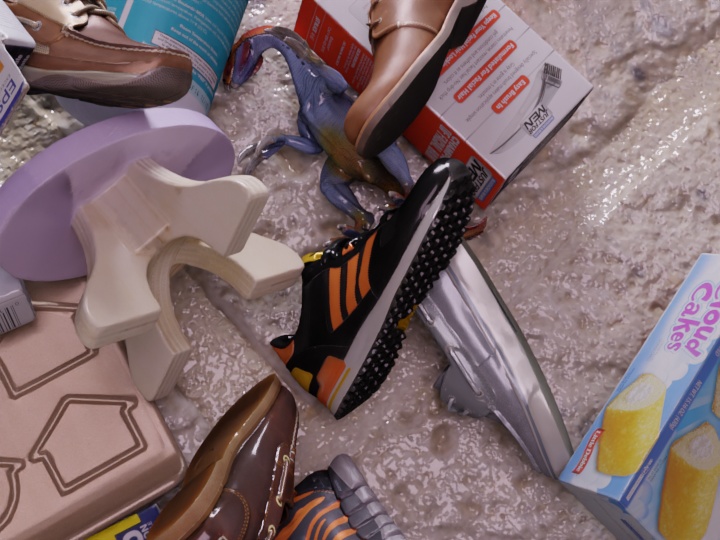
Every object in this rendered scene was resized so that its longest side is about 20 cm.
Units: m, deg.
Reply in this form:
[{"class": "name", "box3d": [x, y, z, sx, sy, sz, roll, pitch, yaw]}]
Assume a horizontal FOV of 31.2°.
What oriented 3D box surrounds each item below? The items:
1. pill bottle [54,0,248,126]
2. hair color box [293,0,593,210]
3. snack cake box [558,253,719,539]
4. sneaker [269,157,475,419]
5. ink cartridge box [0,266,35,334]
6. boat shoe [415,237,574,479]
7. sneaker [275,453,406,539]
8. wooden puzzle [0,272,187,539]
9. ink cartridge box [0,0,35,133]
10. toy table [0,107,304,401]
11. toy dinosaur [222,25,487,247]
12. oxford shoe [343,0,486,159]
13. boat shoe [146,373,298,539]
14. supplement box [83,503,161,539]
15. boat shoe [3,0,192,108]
[{"class": "pill bottle", "box3d": [-0.137, -0.195, 0.922, 0.109, 0.111, 0.203, 19, 75, -2]}, {"class": "hair color box", "box3d": [0.060, -0.157, 0.958, 0.200, 0.064, 0.111, 43, 68, 6]}, {"class": "snack cake box", "box3d": [0.239, 0.102, 0.894, 0.115, 0.067, 0.201, 43, 73, -25]}, {"class": "sneaker", "box3d": [0.000, 0.000, 0.868, 0.090, 0.070, 0.202, 35, 116, 18]}, {"class": "ink cartridge box", "box3d": [-0.342, -0.011, 0.873, 0.194, 0.044, 0.201, -23, 56, -12]}, {"class": "boat shoe", "box3d": [0.083, 0.065, 0.914, 0.071, 0.070, 0.203, -30, 85, 11]}, {"class": "sneaker", "box3d": [-0.015, 0.205, 0.814, 0.111, 0.200, 0.078, -32, 116, -7]}, {"class": "wooden puzzle", "box3d": [-0.238, 0.101, 0.872, 0.184, 0.046, 0.202, -28, 76, -13]}, {"class": "ink cartridge box", "box3d": [-0.284, -0.093, 0.809, 0.200, 0.040, 0.200, -51, 58, 18]}, {"class": "toy table", "box3d": [-0.130, -0.019, 0.833, 0.199, 0.185, 0.117, -27, 63, -39]}, {"class": "toy dinosaur", "box3d": [-0.026, -0.099, 0.949, 0.105, 0.199, 0.183, -38, 56, 23]}, {"class": "oxford shoe", "box3d": [0.028, -0.156, 0.883, 0.071, 0.072, 0.201, 27, 56, 3]}, {"class": "boat shoe", "box3d": [-0.075, 0.139, 0.824, 0.070, 0.200, 0.070, 46, 117, -9]}, {"class": "supplement box", "box3d": [-0.197, 0.242, 0.778, 0.198, 0.110, 0.110, -24, 80, -30]}, {"class": "boat shoe", "box3d": [-0.189, -0.146, 0.814, 0.198, 0.075, 0.073, 11, 92, 28]}]
